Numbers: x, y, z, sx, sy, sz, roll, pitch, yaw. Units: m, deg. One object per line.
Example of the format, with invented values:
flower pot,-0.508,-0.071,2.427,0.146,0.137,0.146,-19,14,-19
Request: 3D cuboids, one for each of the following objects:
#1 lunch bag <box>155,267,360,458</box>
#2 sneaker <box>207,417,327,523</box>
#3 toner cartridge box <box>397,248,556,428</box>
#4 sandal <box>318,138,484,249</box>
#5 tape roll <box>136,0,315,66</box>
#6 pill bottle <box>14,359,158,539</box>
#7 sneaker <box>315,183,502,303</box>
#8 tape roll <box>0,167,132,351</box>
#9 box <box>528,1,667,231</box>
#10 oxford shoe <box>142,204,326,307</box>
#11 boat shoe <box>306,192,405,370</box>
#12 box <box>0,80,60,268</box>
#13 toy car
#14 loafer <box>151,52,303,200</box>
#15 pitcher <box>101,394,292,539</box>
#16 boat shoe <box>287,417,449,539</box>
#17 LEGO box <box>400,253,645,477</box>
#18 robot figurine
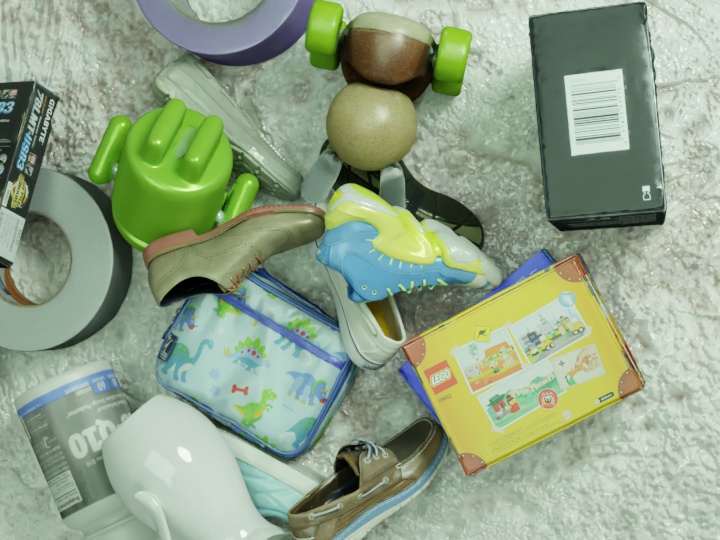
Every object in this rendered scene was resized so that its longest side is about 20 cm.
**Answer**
lunch bag,-0.107,0.091,1.696,0.199,0.082,0.161,32,91,10
sneaker,-0.115,0.227,1.697,0.199,0.074,0.082,28,91,12
toner cartridge box,0.145,0.076,1.661,0.200,0.043,0.095,-40,83,8
sandal,0.037,-0.068,1.677,0.201,0.057,0.080,37,61,-1
tape roll,-0.141,-0.325,1.711,0.198,0.085,0.202,0,89,12
pill bottle,-0.284,0.209,1.712,0.113,0.114,0.201,-26,84,10
sneaker,0.041,-0.005,1.601,0.199,0.076,0.105,27,101,-17
tape roll,-0.355,-0.011,1.758,0.199,0.066,0.202,0,89,13
box,0.236,-0.144,1.567,0.117,0.200,0.198,-5,87,11
oxford shoe,-0.124,-0.011,1.642,0.199,0.071,0.075,-18,59,8
boat shoe,0.000,0.000,1.655,0.070,0.071,0.201,-40,58,45
box,-0.435,-0.105,1.726,0.199,0.050,0.200,1,68,32
toy car,0.014,-0.156,1.631,0.163,0.158,0.201,12,87,3
loafer,-0.134,-0.156,1.713,0.200,0.070,0.070,42,67,-2
pitcher,-0.179,0.234,1.603,0.200,0.171,0.121,49,115,4
boat shoe,0.009,0.213,1.634,0.200,0.072,0.073,-42,118,-21
LEGO box,0.163,0.094,1.595,0.199,0.077,0.150,-27,84,10
robot figurine,-0.200,-0.091,1.672,0.174,0.200,0.116,22,55,-2
